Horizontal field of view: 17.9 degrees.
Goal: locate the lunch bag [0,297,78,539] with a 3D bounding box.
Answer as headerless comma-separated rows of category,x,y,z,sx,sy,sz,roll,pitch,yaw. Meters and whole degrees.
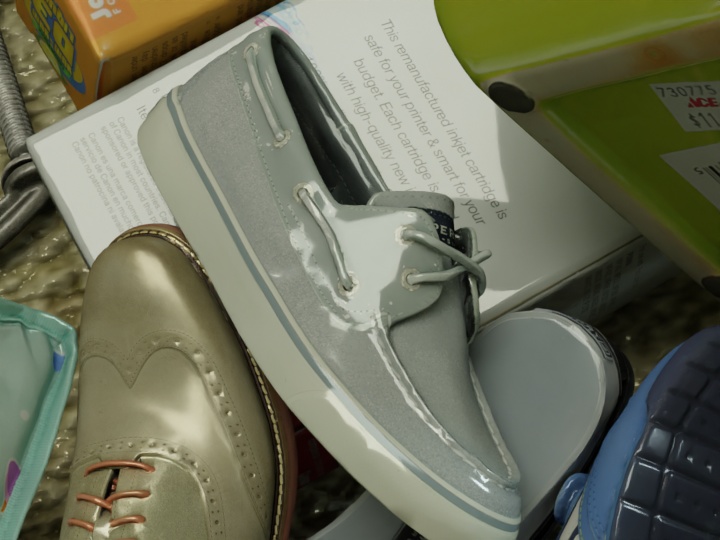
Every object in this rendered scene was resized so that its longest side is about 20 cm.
lunch bag,-0.188,0.110,0.753,0.122,0.170,0.201,26,51,-21

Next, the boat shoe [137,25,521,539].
boat shoe,0.000,0.000,0.728,0.072,0.070,0.201,-44,60,16

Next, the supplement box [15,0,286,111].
supplement box,-0.029,-0.129,0.862,0.199,0.069,0.067,-29,76,-16

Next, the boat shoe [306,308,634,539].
boat shoe,0.019,0.098,0.775,0.073,0.068,0.200,37,95,24

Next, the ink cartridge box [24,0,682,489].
ink cartridge box,0.003,-0.022,0.835,0.199,0.083,0.146,-28,71,-6

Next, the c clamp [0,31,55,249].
c clamp,-0.177,-0.074,0.982,0.170,0.027,0.201,-18,52,2

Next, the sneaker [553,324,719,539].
sneaker,0.079,0.108,0.725,0.082,0.074,0.201,-3,60,64

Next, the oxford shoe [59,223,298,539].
oxford shoe,-0.064,0.083,0.730,0.070,0.074,0.201,-14,81,29

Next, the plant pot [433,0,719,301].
plant pot,0.154,-0.100,0.715,0.199,0.199,0.182,-9,49,50
